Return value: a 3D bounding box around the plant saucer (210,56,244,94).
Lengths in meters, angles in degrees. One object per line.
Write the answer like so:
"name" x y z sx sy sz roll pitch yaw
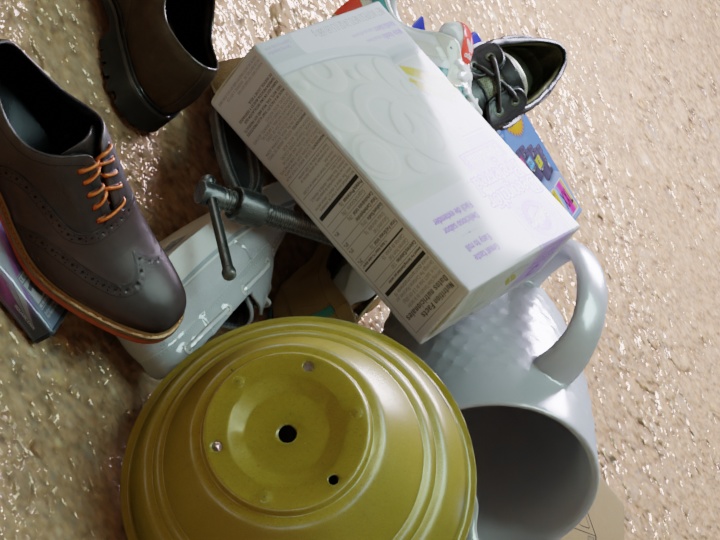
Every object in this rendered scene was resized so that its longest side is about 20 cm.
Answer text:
"plant saucer" -0.015 -0.085 1.579 0.200 0.035 0.200 38 16 -13

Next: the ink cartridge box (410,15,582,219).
"ink cartridge box" 0.076 -0.093 1.786 0.200 0.076 0.136 56 28 -9

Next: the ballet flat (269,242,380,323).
"ballet flat" 0.000 0.000 1.581 0.069 0.063 0.200 57 28 -13

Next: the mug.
"mug" 0.093 0.063 1.542 0.147 0.200 0.176 27 35 -23

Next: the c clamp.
"c clamp" -0.024 -0.039 1.445 0.199 0.027 0.171 13 44 -35

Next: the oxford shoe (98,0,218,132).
"oxford shoe" -0.130 -0.194 1.507 0.073 0.084 0.201 12 54 -54

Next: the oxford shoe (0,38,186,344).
"oxford shoe" -0.157 -0.041 1.279 0.200 0.072 0.071 49 51 -18

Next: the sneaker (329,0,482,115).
"sneaker" 0.055 -0.117 1.566 0.200 0.093 0.070 45 -4 17

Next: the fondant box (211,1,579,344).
"fondant box" 0.023 -0.065 1.444 0.200 0.058 0.144 50 36 10

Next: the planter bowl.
"planter bowl" -0.037 0.101 1.266 0.084 0.199 0.201 83 -6 -66

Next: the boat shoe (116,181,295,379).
"boat shoe" -0.086 0.005 1.420 0.069 0.072 0.200 61 27 -9

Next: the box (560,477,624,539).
"box" 0.130 0.167 1.703 0.200 0.021 0.164 48 31 -26

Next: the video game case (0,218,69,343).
"video game case" -0.215 -0.073 1.323 0.200 0.019 0.143 54 28 -18

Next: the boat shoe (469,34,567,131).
"boat shoe" 0.090 -0.135 1.696 0.072 0.066 0.201 63 32 -3

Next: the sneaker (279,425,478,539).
"sneaker" 0.014 0.124 1.344 0.200 0.079 0.078 54 30 5
